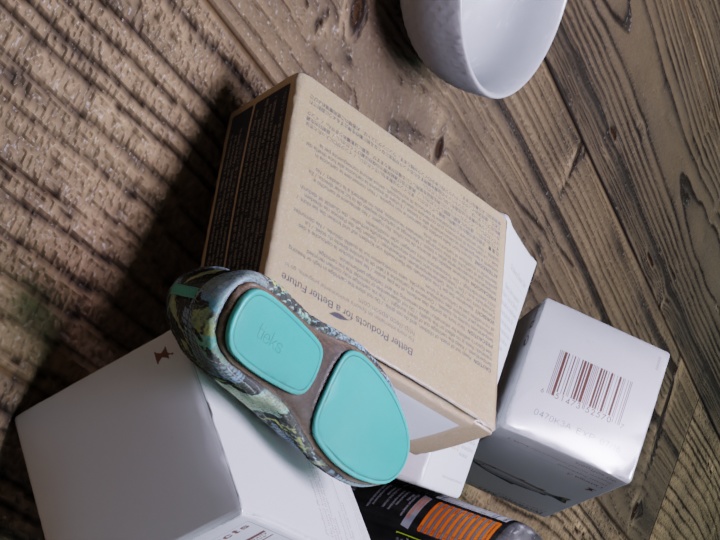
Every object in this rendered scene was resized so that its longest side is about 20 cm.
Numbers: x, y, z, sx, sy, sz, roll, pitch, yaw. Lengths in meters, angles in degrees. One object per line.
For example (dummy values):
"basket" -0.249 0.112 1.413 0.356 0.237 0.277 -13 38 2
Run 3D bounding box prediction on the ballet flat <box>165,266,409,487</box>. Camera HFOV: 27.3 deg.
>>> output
"ballet flat" -0.040 0.056 0.823 0.200 0.074 0.075 51 58 -45

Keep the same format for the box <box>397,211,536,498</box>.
"box" 0.044 0.055 1.114 0.152 0.106 0.201 41 67 -71

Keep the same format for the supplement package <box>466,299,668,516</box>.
"supplement package" 0.158 0.122 1.261 0.200 0.116 0.118 125 -13 -69

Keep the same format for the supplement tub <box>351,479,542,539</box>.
"supplement tub" 0.061 0.239 1.163 0.122 0.199 0.123 -37 135 -49

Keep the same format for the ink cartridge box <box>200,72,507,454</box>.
"ink cartridge box" 0.000 0.000 0.929 0.200 0.075 0.166 33 51 -34

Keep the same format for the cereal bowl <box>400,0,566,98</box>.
"cereal bowl" 0.084 -0.232 1.091 0.200 0.083 0.201 -37 134 -50

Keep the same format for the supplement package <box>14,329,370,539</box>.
"supplement package" -0.090 0.134 0.872 0.200 0.117 0.117 43 22 -59
